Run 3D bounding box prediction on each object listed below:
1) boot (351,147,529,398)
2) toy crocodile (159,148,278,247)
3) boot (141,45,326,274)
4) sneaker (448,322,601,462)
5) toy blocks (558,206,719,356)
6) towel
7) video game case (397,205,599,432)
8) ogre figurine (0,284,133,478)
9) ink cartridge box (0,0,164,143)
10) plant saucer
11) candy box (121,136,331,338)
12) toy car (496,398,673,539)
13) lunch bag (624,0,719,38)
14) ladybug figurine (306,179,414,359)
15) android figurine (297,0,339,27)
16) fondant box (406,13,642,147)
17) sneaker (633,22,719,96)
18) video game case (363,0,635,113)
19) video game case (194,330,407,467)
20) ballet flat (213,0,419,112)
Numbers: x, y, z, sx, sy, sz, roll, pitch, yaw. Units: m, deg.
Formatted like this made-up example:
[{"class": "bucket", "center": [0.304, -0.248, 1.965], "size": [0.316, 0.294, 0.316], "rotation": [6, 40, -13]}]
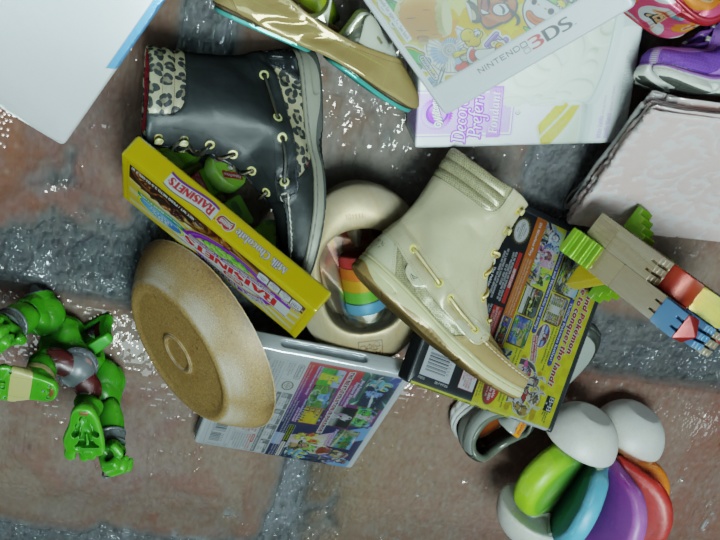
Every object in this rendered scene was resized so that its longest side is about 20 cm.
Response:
[{"class": "boot", "center": [0.110, 0.005, 0.863], "size": [0.200, 0.073, 0.156], "rotation": [41, 83, -9]}, {"class": "toy crocodile", "center": [-0.122, -0.040, 0.865], "size": [0.067, 0.062, 0.201], "rotation": [-30, 98, 35]}, {"class": "boot", "center": [-0.110, -0.093, 0.810], "size": [0.152, 0.073, 0.206], "rotation": [0, 88, -21]}, {"class": "sneaker", "center": [0.183, 0.132, 1.018], "size": [0.074, 0.080, 0.200], "rotation": [38, 107, -22]}, {"class": "toy blocks", "center": [0.289, 0.022, 0.889], "size": [0.199, 0.137, 0.100], "rotation": [21, 109, -50]}, {"class": "towel", "center": [0.311, -0.092, 0.884], "size": [0.189, 0.033, 0.200], "rotation": [5, 153, -10]}, {"class": "video game case", "center": [0.149, 0.040, 0.938], "size": [0.179, 0.025, 0.202], "rotation": [21, 88, -24]}, {"class": "ogre figurine", "center": [-0.281, 0.098, 0.913], "size": [0.199, 0.120, 0.098], "rotation": [36, 113, -22]}, {"class": "ink cartridge box", "center": [-0.229, -0.223, 0.696], "size": [0.146, 0.201, 0.147], "rotation": [34, 110, -24]}, {"class": "plant saucer", "center": [-0.156, 0.069, 0.879], "size": [0.035, 0.199, 0.202], "rotation": [-34, 126, -33]}, {"class": "candy box", "center": [-0.117, -0.023, 0.797], "size": [0.200, 0.102, 0.026], "rotation": [39, 71, 0]}, {"class": "toy car", "center": [0.259, 0.243, 1.030], "size": [0.199, 0.150, 0.176], "rotation": [5, 123, -40]}, {"class": "lunch bag", "center": [0.237, -0.306, 0.759], "size": [0.199, 0.082, 0.177], "rotation": [31, 87, -11]}, {"class": "ladybug figurine", "center": [0.000, 0.000, 0.923], "size": [0.134, 0.072, 0.202], "rotation": [-6, 119, -5]}, {"class": "android figurine", "center": [-0.037, -0.303, 0.771], "size": [0.180, 0.041, 0.201], "rotation": [-19, 121, 4]}, {"class": "fondant box", "center": [0.144, -0.188, 0.847], "size": [0.198, 0.058, 0.146], "rotation": [-2, 119, -5]}, {"class": "sneaker", "center": [0.321, -0.203, 0.845], "size": [0.198, 0.080, 0.084], "rotation": [-17, 109, -28]}, {"class": "video game case", "center": [0.084, -0.243, 0.735], "size": [0.181, 0.023, 0.200], "rotation": [-26, 114, 32]}, {"class": "video game case", "center": [-0.064, 0.137, 0.979], "size": [0.180, 0.023, 0.201], "rotation": [12, 139, -14]}, {"class": "ballet flat", "center": [-0.024, -0.198, 0.777], "size": [0.199, 0.069, 0.063], "rotation": [24, 106, -23]}]
